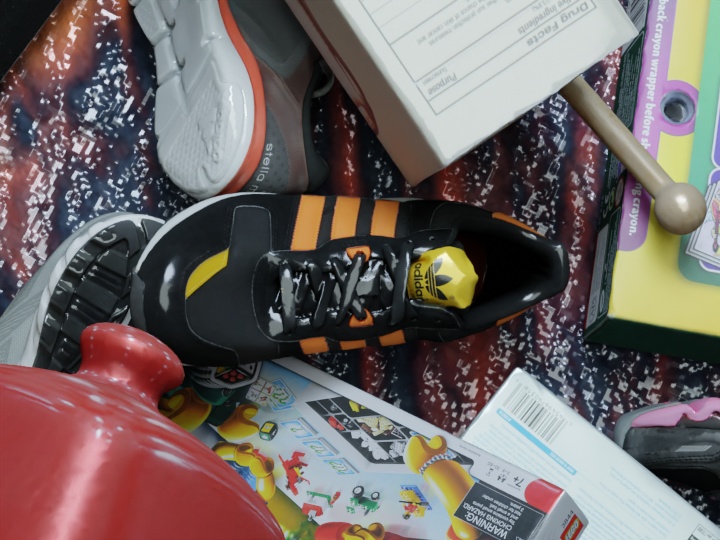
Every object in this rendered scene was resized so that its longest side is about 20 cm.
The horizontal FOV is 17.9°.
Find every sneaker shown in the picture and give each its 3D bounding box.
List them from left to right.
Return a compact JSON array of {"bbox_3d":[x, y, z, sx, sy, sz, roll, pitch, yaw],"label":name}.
[{"bbox_3d":[-0.141,0.060,0.981,0.074,0.079,0.200,37,91,-18],"label":"sneaker"},{"bbox_3d":[-0.053,-0.118,1.038,0.082,0.077,0.201,11,65,-37],"label":"sneaker"},{"bbox_3d":[0.000,0.000,0.950,0.200,0.090,0.070,-7,95,-42],"label":"sneaker"},{"bbox_3d":[0.205,0.110,1.004,0.199,0.079,0.096,12,87,-2],"label":"sneaker"}]

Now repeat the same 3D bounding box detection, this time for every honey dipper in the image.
[{"bbox_3d":[0.089,-0.088,1.016,0.038,0.038,0.200,-33,62,-12],"label":"honey dipper"}]

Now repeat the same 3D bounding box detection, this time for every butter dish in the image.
[{"bbox_3d":[-0.111,0.091,0.865,0.200,0.199,0.148,8,69,37],"label":"butter dish"}]

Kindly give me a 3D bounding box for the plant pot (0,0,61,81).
[{"bbox_3d":[-0.226,-0.188,0.959,0.200,0.177,0.200,33,76,10],"label":"plant pot"}]

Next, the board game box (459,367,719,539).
[{"bbox_3d":[0.060,0.167,0.975,0.147,0.064,0.200,39,75,5],"label":"board game box"}]

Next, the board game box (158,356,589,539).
[{"bbox_3d":[-0.021,0.110,0.942,0.200,0.035,0.126,24,73,36],"label":"board game box"}]

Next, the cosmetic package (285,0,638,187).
[{"bbox_3d":[0.012,-0.146,0.945,0.103,0.087,0.200,-33,91,-10],"label":"cosmetic package"}]

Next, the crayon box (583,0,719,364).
[{"bbox_3d":[0.203,-0.053,1.043,0.172,0.058,0.201,11,76,-5],"label":"crayon box"}]
